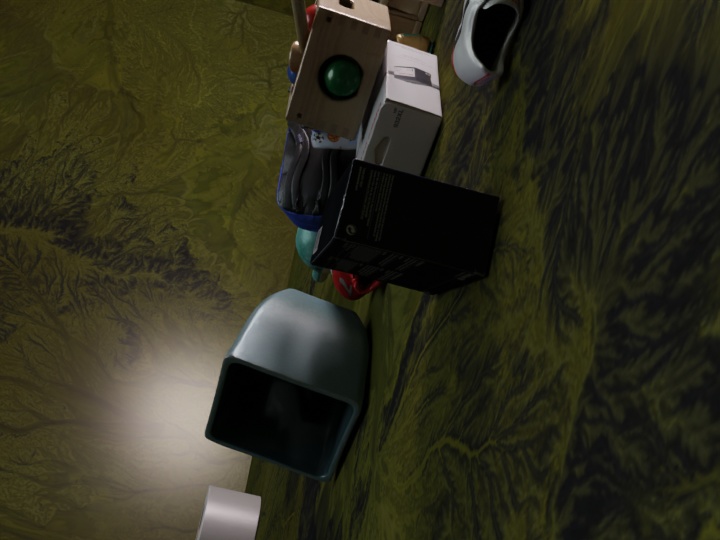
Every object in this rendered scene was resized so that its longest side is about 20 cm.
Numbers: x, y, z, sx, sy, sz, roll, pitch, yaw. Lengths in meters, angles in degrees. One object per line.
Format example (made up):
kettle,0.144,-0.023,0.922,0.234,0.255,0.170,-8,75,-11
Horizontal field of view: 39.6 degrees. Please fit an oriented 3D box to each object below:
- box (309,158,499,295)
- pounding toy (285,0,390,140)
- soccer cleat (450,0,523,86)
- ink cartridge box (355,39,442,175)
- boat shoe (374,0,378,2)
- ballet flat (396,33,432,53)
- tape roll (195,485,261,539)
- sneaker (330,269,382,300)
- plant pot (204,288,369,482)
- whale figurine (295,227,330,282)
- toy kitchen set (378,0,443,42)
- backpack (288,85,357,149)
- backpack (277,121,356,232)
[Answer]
box,0.036,-0.035,0.965,0.200,0.140,0.080,147,139,-79
pounding toy,-0.046,-0.297,1.352,0.201,0.141,0.186,-91,19,-64
soccer cleat,0.135,-0.282,0.985,0.085,0.068,0.202,-144,64,-72
ink cartridge box,0.050,-0.203,1.375,0.201,0.083,0.146,-87,14,-56
boat shoe,0.048,-0.612,2.183,0.201,0.071,0.067,-97,16,-82
ballet flat,0.055,-0.275,1.550,0.069,0.062,0.202,-88,14,-60
tape roll,-0.342,0.661,2.545,0.203,0.138,0.205,-165,90,-82
sneaker,0.000,0.000,1.436,0.200,0.076,0.086,115,161,-59
plant pot,-0.090,0.143,1.444,0.201,0.194,0.197,-72,2,-46
whale figurine,-0.085,-0.056,2.044,0.200,0.103,0.161,138,145,-77
toy kitchen set,0.036,-0.434,1.599,0.182,0.161,0.201,-84,11,-46
backpack,-0.015,-0.297,1.726,0.191,0.197,0.155,-81,-5,-55
backpack,-0.060,-0.169,1.890,0.168,0.161,0.202,54,-136,-61
